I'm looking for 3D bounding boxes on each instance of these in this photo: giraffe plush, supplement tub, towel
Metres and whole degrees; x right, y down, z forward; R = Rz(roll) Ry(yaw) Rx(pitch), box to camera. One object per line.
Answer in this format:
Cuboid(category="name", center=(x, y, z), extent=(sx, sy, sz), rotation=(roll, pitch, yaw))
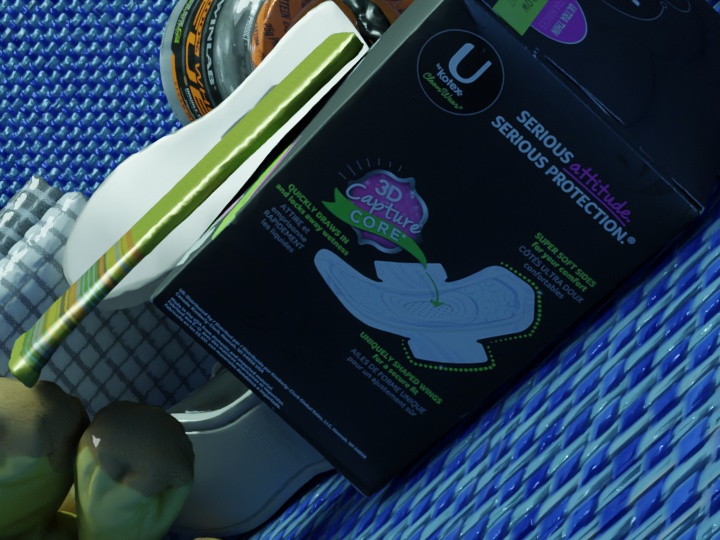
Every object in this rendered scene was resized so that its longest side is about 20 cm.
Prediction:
Cuboid(category="giraffe plush", center=(-0.135, 0.141, 0.997), extent=(0.162, 0.172, 0.200), rotation=(-31, -50, -78))
Cuboid(category="supplement tub", center=(-0.035, -0.118, 1.208), extent=(0.123, 0.123, 0.200), rotation=(-49, 15, -9))
Cuboid(category="towel", center=(-0.152, 0.074, 1.128), extent=(0.086, 0.200, 0.166), rotation=(15, 61, 49))
Cuboid(category="towel", center=(-0.073, -0.027, 0.925), extent=(0.200, 0.018, 0.086), rotation=(-45, 10, 0))

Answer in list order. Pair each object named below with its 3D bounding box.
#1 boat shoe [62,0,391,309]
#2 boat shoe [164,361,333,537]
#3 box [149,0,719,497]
Cuboid(category="boat shoe", center=(-0.047, -0.041, 1.067), extent=(0.200, 0.075, 0.093), rotation=(-38, -33, 8))
Cuboid(category="boat shoe", center=(-0.048, 0.070, 1.040), extent=(0.200, 0.074, 0.060), rotation=(-37, 13, 47))
Cuboid(category="box", center=(0.040, -0.038, 0.868), extent=(0.200, 0.124, 0.149), rotation=(-43, 8, 34))
